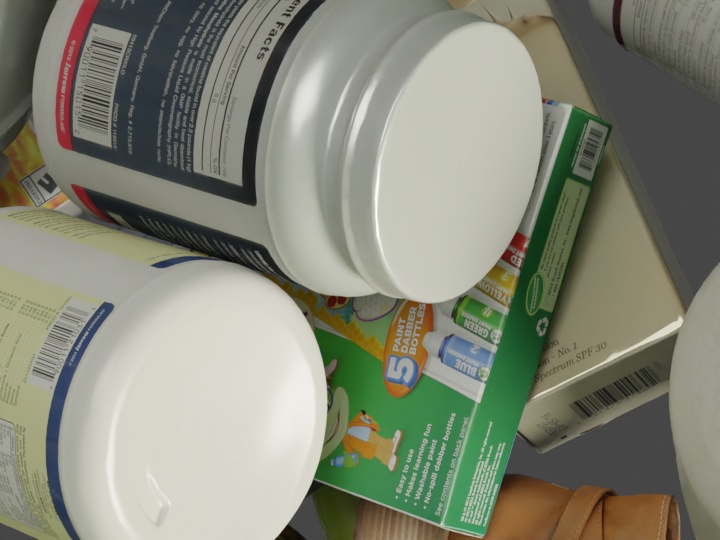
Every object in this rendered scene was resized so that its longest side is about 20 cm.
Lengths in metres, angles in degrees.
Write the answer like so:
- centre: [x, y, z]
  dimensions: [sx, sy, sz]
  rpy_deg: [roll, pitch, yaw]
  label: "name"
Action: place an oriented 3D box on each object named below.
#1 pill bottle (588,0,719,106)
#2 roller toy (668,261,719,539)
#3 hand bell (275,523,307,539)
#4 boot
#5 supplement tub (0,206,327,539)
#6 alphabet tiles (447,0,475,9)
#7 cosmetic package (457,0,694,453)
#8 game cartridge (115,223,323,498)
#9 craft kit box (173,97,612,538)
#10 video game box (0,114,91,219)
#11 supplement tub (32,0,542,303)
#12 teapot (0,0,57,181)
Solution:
- centre: [0.177, -0.136, 1.400]
  dimensions: [0.200, 0.110, 0.110]
  rpy_deg: [35, 86, 26]
  label: "pill bottle"
- centre: [0.227, 0.070, 1.295]
  dimensions: [0.182, 0.140, 0.201]
  rpy_deg: [-27, 62, -3]
  label: "roller toy"
- centre: [-0.100, 0.207, 1.409]
  dimensions: [0.104, 0.104, 0.200]
  rpy_deg: [43, 102, 26]
  label: "hand bell"
- centre: [0.070, 0.189, 1.350]
  dimensions: [0.154, 0.074, 0.202]
  rpy_deg: [-1, 74, 15]
  label: "boot"
- centre: [-0.128, 0.051, 1.340]
  dimensions: [0.199, 0.145, 0.146]
  rpy_deg: [16, 77, 45]
  label: "supplement tub"
- centre: [0.014, -0.191, 1.536]
  dimensions: [0.166, 0.008, 0.201]
  rpy_deg: [-15, 68, 14]
  label: "alphabet tiles"
- centre: [0.084, -0.028, 1.418]
  dimensions: [0.103, 0.073, 0.201]
  rpy_deg: [-27, 66, 10]
  label: "cosmetic package"
- centre: [-0.030, -0.002, 1.471]
  dimensions: [0.133, 0.040, 0.200]
  rpy_deg: [-38, 64, 8]
  label: "game cartridge"
- centre: [0.000, 0.000, 1.388]
  dimensions: [0.197, 0.048, 0.201]
  rpy_deg: [16, 88, 38]
  label: "craft kit box"
- centre: [-0.256, -0.067, 1.480]
  dimensions: [0.182, 0.047, 0.201]
  rpy_deg: [-35, 78, -3]
  label: "video game box"
- centre: [-0.034, -0.069, 1.315]
  dimensions: [0.199, 0.140, 0.141]
  rpy_deg: [18, 78, 35]
  label: "supplement tub"
- centre: [-0.211, -0.100, 1.389]
  dimensions: [0.199, 0.146, 0.198]
  rpy_deg: [-19, 30, 37]
  label: "teapot"
